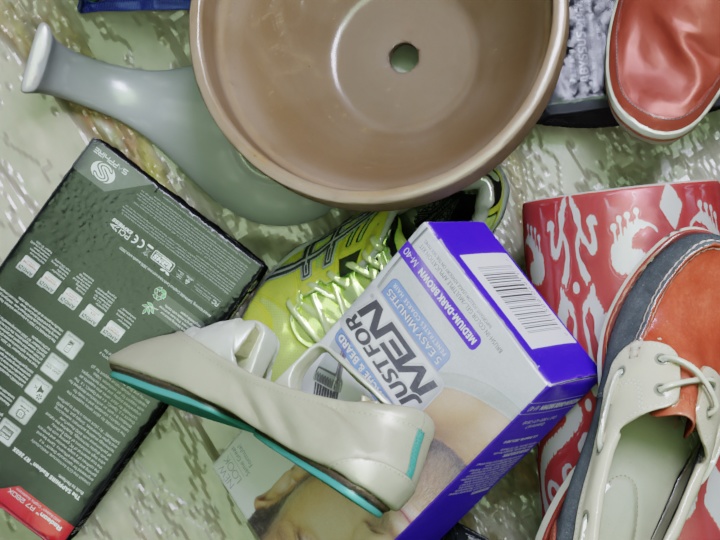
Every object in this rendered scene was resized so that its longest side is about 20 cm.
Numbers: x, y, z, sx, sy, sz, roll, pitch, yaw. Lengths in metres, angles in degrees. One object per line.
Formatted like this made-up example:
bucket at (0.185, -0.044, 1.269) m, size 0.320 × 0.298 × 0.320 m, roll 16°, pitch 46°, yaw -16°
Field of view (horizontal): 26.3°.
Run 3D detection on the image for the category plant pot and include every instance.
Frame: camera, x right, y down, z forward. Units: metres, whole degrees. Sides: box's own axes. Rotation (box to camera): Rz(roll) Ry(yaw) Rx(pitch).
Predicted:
plant pot at (0.015, -0.127, 0.828) m, size 0.199 × 0.093 × 0.203 m, roll -2°, pitch 82°, yaw 12°

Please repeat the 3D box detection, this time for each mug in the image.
mug at (0.171, 0.054, 0.839) m, size 0.176 × 0.133 × 0.202 m, roll -7°, pitch 90°, yaw -18°

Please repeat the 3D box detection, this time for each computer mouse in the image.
computer mouse at (0.139, -0.132, 0.883) m, size 0.198 × 0.053 × 0.140 m, roll 1°, pitch 80°, yaw 8°

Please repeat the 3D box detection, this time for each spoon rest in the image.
spoon rest at (-0.094, -0.091, 0.887) m, size 0.198 × 0.061 × 0.100 m, roll 18°, pitch 90°, yaw -12°

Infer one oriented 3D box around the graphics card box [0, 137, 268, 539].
graphics card box at (-0.159, 0.040, 0.880) m, size 0.125 × 0.051 × 0.201 m, roll 35°, pitch 90°, yaw 2°

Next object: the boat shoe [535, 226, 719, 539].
boat shoe at (0.141, 0.074, 0.734) m, size 0.071 × 0.063 × 0.202 m, roll 25°, pitch 84°, yaw -9°

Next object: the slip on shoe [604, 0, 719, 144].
slip on shoe at (0.183, -0.165, 0.824) m, size 0.073 × 0.061 × 0.202 m, roll 22°, pitch 86°, yaw 9°

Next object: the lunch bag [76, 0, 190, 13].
lunch bag at (-0.126, -0.230, 0.811) m, size 0.093 × 0.200 × 0.152 m, roll -1°, pitch 89°, yaw 1°

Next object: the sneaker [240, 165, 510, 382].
sneaker at (0.000, 0.000, 0.866) m, size 0.200 × 0.076 × 0.075 m, roll -44°, pitch 89°, yaw -1°

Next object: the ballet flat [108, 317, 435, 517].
ballet flat at (-0.045, 0.062, 0.794) m, size 0.199 × 0.069 × 0.070 m, roll 22°, pitch 89°, yaw 32°

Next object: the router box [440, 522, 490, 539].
router box at (0.121, 0.213, 0.823) m, size 0.199 × 0.150 × 0.063 m, roll 28°, pitch 89°, yaw 0°

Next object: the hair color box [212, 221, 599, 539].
hair color box at (0.020, 0.081, 0.816) m, size 0.200 × 0.065 × 0.110 m, roll -50°, pitch 64°, yaw 28°
